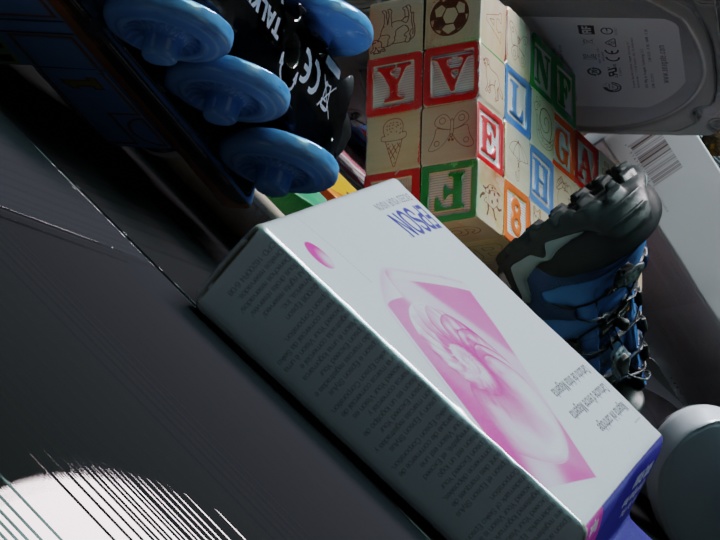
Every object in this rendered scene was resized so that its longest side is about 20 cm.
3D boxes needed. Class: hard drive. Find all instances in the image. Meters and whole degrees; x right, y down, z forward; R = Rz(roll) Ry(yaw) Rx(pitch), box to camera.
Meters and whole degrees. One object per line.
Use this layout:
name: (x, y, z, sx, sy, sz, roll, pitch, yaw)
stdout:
hard drive: (0.081, -0.116, 1.422, 0.199, 0.038, 0.140, 3, -29, 12)

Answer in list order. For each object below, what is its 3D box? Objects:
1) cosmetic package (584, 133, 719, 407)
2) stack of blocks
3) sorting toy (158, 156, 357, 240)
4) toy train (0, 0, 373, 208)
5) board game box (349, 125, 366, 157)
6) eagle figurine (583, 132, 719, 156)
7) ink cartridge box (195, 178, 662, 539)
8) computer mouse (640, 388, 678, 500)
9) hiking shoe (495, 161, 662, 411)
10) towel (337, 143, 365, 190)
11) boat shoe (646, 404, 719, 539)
cosmetic package: (0.181, 0.009, 1.557, 0.200, 0.052, 0.151, 57, -13, -3)
stack of blocks: (0.072, -0.043, 1.393, 0.200, 0.058, 0.116, 35, 52, -57)
sorting toy: (0.000, 0.000, 1.207, 0.185, 0.036, 0.200, 45, 6, 25)
toy train: (-0.072, -0.092, 1.044, 0.114, 0.087, 0.200, 6, -21, 23)
board game box: (0.007, -0.090, 1.628, 0.196, 0.056, 0.200, 42, -7, -11)
eagle figurine: (0.135, -0.055, 1.732, 0.151, 0.200, 0.152, 43, 32, -32)
ink cartridge box: (0.050, 0.053, 1.008, 0.200, 0.043, 0.196, 42, 13, 5)
computer mouse: (0.150, 0.080, 1.626, 0.110, 0.044, 0.200, 40, 6, -32)
hiking shoe: (0.101, 0.020, 1.250, 0.087, 0.074, 0.200, 50, -21, 10)
towel: (0.026, -0.006, 1.514, 0.146, 0.030, 0.200, 42, 7, -15)
boat shoe: (0.188, 0.109, 1.494, 0.199, 0.074, 0.068, 37, 12, -51)
